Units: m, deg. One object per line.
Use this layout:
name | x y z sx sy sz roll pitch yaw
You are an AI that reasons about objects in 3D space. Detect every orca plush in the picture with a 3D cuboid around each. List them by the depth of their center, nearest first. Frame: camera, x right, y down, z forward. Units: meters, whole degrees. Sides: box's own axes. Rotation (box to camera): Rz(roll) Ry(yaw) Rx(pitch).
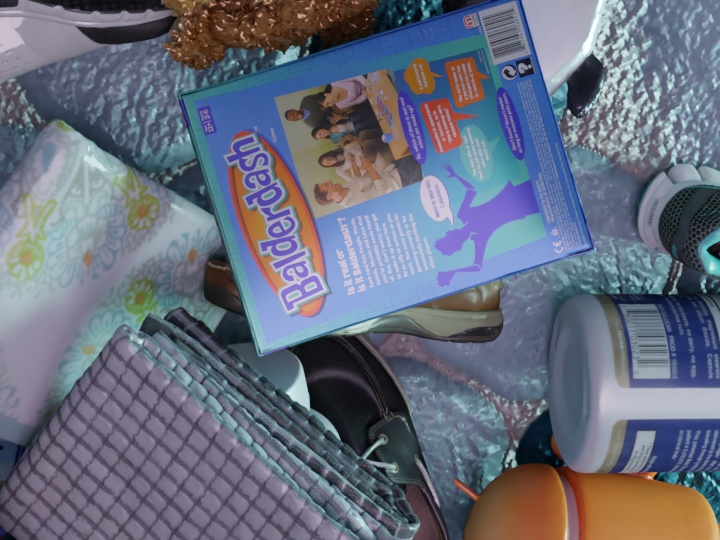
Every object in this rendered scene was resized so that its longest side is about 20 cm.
orca plush | 0.084 -0.107 1.159 0.105 0.071 0.201 18 91 -5

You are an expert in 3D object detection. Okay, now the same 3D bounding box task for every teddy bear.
teddy bear | -0.020 -0.165 1.100 0.199 0.067 0.145 -7 138 -25

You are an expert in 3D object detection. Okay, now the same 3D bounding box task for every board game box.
board game box | 0.014 -0.054 1.096 0.199 0.045 0.153 -17 93 -5

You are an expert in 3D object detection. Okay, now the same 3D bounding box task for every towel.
towel | -0.087 0.136 1.081 0.200 0.086 0.166 40 118 6
towel | -0.159 0.022 1.122 0.172 0.048 0.200 -59 144 -1

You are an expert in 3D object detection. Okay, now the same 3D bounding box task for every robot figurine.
robot figurine | 0.151 0.185 1.259 0.199 0.117 0.145 10 111 -14

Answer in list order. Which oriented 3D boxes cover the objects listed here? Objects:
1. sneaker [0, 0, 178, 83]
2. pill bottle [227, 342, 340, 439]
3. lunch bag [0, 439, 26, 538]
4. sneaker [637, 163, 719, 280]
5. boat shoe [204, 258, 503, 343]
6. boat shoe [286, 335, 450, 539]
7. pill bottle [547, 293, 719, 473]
sneaker | -0.199 -0.143 1.114 0.199 0.074 0.080 -5 139 -13
pill bottle | -0.059 0.150 1.189 0.111 0.112 0.201 -12 117 -5
lunch bag | -0.261 0.071 1.170 0.159 0.076 0.201 13 108 -16
sneaker | 0.274 -0.010 1.220 0.199 0.091 0.078 6 110 -12
boat shoe | 0.000 0.000 1.180 0.199 0.076 0.074 4 96 -33
boat shoe | 0.008 0.119 1.237 0.071 0.068 0.201 -23 110 -1
pill bottle | 0.225 0.070 1.230 0.199 0.111 0.112 0 110 -9
